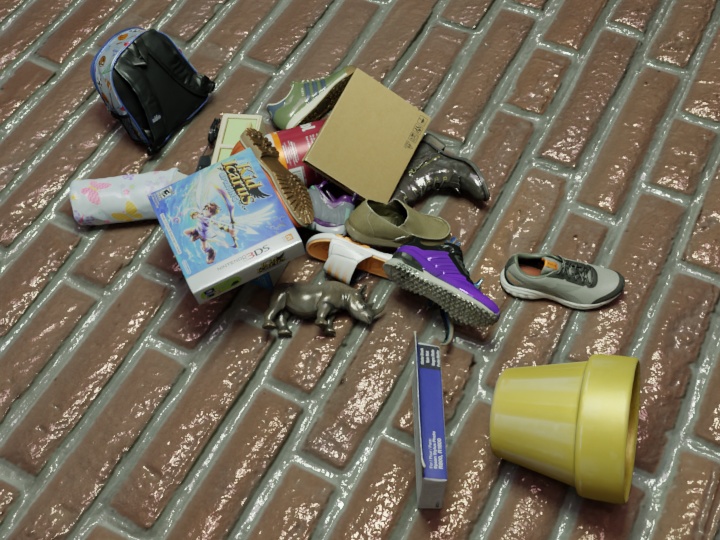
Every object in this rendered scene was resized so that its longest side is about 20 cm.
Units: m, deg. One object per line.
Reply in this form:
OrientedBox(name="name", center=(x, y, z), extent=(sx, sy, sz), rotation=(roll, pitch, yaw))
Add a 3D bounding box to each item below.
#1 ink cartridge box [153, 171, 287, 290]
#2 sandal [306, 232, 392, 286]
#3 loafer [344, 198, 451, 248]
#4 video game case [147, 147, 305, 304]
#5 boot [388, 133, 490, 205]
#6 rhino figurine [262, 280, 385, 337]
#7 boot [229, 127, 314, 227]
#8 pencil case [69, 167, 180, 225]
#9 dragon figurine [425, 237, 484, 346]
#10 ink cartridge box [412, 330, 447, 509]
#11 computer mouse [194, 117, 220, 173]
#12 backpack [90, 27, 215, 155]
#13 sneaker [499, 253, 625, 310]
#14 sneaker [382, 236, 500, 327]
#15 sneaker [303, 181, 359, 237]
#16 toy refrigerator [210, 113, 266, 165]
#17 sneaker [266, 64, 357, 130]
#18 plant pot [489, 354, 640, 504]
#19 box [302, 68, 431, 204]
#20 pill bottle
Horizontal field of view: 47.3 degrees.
OrientedBox(name="ink cartridge box", center=(-0.226, -0.064, 1.373), extent=(0.200, 0.145, 0.084), rotation=(21, 65, 14))
OrientedBox(name="sandal", center=(0.001, -0.004, 1.366), extent=(0.206, 0.079, 0.059), rotation=(16, 61, 9))
OrientedBox(name="loafer", center=(0.073, -0.076, 1.374), extent=(0.200, 0.068, 0.076), rotation=(2, 46, -29))
OrientedBox(name="video game case", center=(-0.209, -0.073, 1.269), extent=(0.181, 0.045, 0.200), rotation=(-26, 65, -10))
OrientedBox(name="boot", center=(0.110, -0.143, 1.456), extent=(0.174, 0.069, 0.200), rotation=(-39, 58, -15))
OrientedBox(name="rhino figurine", center=(-0.059, 0.058, 1.343), extent=(0.199, 0.060, 0.088), rotation=(-1, 62, 0))
OrientedBox(name="boot", center=(-0.159, -0.132, 1.381), extent=(0.107, 0.075, 0.200), rotation=(-45, 69, 22))
OrientedBox(name="pencil case", center=(-0.411, -0.133, 1.459), extent=(0.199, 0.083, 0.091), rotation=(-8, 55, -2))
OrientedBox(name="dragon figurine", center=(0.137, 0.039, 1.344), extent=(0.099, 0.059, 0.200), rotation=(22, 62, 15))
OrientedBox(name="ink cartridge box", center=(0.098, 0.214, 1.162), extent=(0.040, 0.200, 0.200), rotation=(-2, 60, 2))
OrientedBox(name="computer mouse", center=(-0.280, -0.208, 1.520), extent=(0.034, 0.059, 0.200), rotation=(17, 55, -12))
OrientedBox(name="backpack", center=(-0.400, -0.353, 1.527), extent=(0.154, 0.191, 0.200), rotation=(19, 61, 32))
OrientedBox(name="sneaker", center=(0.331, 0.012, 1.340), extent=(0.200, 0.079, 0.074), rotation=(6, 58, 5))
OrientedBox(name="sneaker", center=(0.143, 0.006, 1.289), extent=(0.200, 0.070, 0.100), rotation=(30, 63, 18))
OrientedBox(name="sneaker", center=(-0.097, -0.119, 1.421), extent=(0.200, 0.074, 0.088), rotation=(18, 95, 17))
OrientedBox(name="toy refrigerator", center=(-0.227, -0.189, 1.491), extent=(0.076, 0.070, 0.200), rotation=(4, 59, 6))
OrientedBox(name="sneaker", center=(-0.095, -0.343, 1.575), extent=(0.090, 0.067, 0.200), rotation=(39, 71, 17))
OrientedBox(name="plant pot", center=(0.291, 0.214, 1.169), extent=(0.188, 0.201, 0.201), rotation=(4, 58, 24))
OrientedBox(name="box", center=(0.014, -0.226, 1.420), extent=(0.163, 0.021, 0.200), rotation=(32, 73, -13))
OrientedBox(name="pill bottle", center=(-0.065, -0.212, 1.472), extent=(0.200, 0.113, 0.113), rotation=(-16, 60, -7))
